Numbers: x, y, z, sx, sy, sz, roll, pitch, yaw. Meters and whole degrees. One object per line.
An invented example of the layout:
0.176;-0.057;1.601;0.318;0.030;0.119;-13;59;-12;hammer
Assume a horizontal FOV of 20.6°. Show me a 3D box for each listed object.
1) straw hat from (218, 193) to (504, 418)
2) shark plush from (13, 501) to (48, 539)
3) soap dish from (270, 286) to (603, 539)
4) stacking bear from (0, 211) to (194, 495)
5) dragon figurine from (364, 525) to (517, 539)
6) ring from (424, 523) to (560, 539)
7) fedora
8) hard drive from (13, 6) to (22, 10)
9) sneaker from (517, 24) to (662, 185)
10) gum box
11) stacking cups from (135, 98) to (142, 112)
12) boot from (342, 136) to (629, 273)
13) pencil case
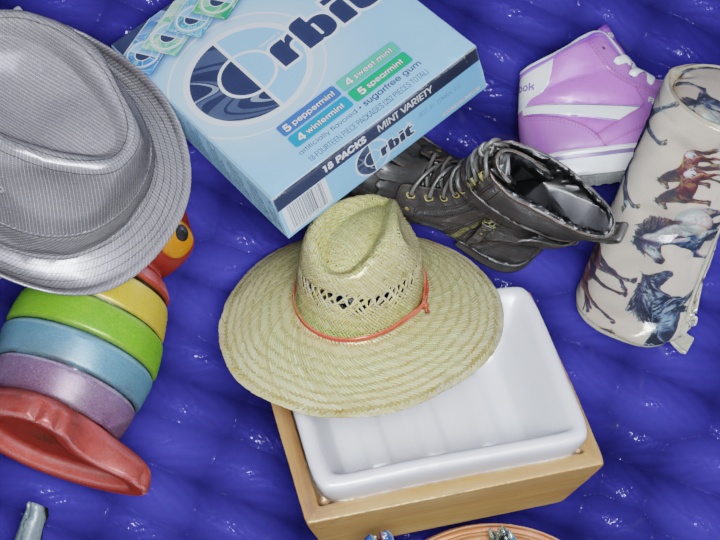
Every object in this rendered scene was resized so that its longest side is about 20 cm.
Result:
0.000;0.000;1.289;0.199;0.202;0.086;-11;128;-12;straw hat
-0.235;0.252;1.269;0.091;0.083;0.201;35;78;-4;shark plush
0.042;0.098;1.315;0.198;0.082;0.158;-10;47;-11;soap dish
-0.171;0.028;1.301;0.121;0.113;0.201;40;62;-41;stacking bear
0.081;0.231;1.250;0.099;0.059;0.200;-39;90;-13;dragon figurine
0.085;0.265;1.286;0.198;0.019;0.203;1;83;-11;ring
-0.197;-0.090;1.235;0.200;0.090;0.177;39;65;5;fedora
-0.263;-0.064;1.335;0.200;0.026;0.132;-42;92;-13;hard drive
0.209;-0.123;1.413;0.198;0.073;0.115;-4;80;-11;sneaker
-0.043;-0.136;1.322;0.169;0.045;0.200;-38;53;-13;gum box
-0.239;-0.080;1.297;0.198;0.060;0.061;-15;85;-12;stacking cups
0.070;-0.064;1.323;0.199;0.174;0.070;25;79;-7;boot
0.216;-0.043;1.346;0.089;0.201;0.078;22;34;6;pencil case
